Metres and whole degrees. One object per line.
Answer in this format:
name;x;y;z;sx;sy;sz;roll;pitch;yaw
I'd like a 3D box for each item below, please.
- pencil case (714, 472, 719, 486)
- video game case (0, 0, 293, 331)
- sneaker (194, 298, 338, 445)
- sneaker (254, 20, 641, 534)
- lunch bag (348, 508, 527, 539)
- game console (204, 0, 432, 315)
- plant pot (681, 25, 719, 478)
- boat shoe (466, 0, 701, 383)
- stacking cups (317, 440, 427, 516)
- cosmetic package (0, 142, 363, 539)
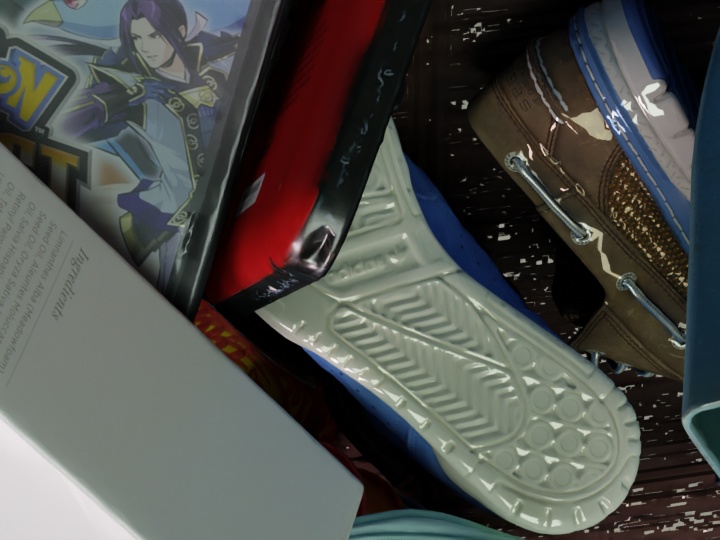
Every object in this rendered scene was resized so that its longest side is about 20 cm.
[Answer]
pencil case;0.200;0.118;1.078;0.086;0.083;0.200;-27;135;12
video game case;-0.114;-0.093;0.749;0.199;0.026;0.182;19;117;1
sneaker;-0.062;0.039;0.955;0.073;0.077;0.200;-51;149;-13
sneaker;-0.001;0.001;0.916;0.200;0.111;0.077;44;81;-8
lunch bag;0.017;0.139;0.923;0.199;0.077;0.160;13;140;-45
game console;0.046;-0.057;0.766;0.118;0.173;0.200;20;173;-6
plant pot;0.179;-0.019;0.843;0.141;0.201;0.141;-16;138;22
boat shoe;0.097;-0.005;0.947;0.072;0.072;0.200;-23;125;15
stacking cups;0.000;0.100;0.975;0.060;0.061;0.200;-25;157;11
cosmetic package;-0.105;0.036;0.764;0.101;0.071;0.200;-26;121;38
